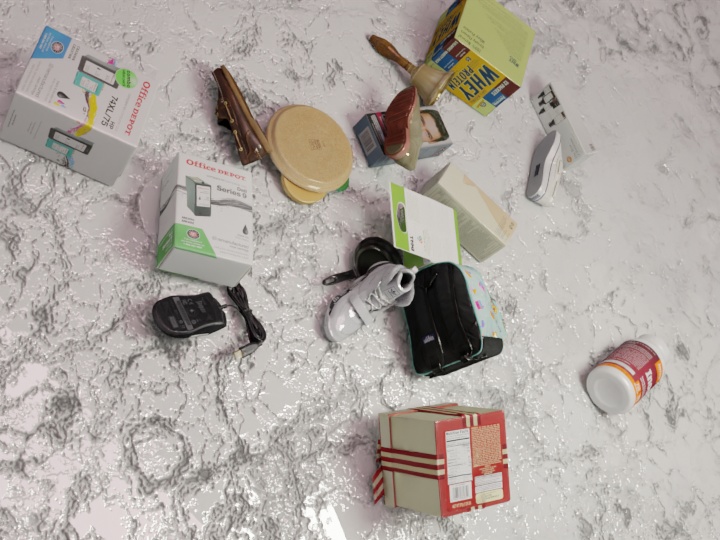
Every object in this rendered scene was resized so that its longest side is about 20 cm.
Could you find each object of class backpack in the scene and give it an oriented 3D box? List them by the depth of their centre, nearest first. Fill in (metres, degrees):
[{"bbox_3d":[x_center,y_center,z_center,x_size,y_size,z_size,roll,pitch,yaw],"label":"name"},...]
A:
[{"bbox_3d":[0.175,0.086,1.679,0.153,0.175,0.201,-2,70,-51],"label":"backpack"}]

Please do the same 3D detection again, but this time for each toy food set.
[{"bbox_3d":[-0.098,-0.236,1.735,0.197,0.049,0.201,-30,85,-39],"label":"toy food set"}]

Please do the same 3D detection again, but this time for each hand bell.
[{"bbox_3d":[0.101,-0.459,1.959,0.200,0.104,0.104,39,52,3],"label":"hand bell"}]

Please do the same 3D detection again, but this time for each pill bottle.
[{"bbox_3d":[0.588,0.218,1.916,0.199,0.113,0.113,-30,86,-38],"label":"pill bottle"}]

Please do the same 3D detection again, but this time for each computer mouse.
[{"bbox_3d":[-0.253,0.099,1.478,0.199,0.046,0.141,-17,70,-48],"label":"computer mouse"}]

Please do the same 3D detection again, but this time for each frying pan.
[{"bbox_3d":[0.012,0.012,1.698,0.115,0.031,0.190,48,54,-6],"label":"frying pan"}]

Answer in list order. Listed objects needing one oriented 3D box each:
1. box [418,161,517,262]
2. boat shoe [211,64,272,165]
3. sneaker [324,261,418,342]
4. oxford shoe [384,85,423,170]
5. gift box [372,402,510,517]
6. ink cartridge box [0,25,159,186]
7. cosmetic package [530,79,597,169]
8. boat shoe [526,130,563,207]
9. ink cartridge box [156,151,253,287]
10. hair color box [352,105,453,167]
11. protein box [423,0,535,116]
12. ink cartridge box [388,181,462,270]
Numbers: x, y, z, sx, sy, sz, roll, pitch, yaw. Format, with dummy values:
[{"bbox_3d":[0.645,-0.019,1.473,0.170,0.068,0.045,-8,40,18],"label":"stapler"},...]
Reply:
[{"bbox_3d":[0.222,-0.122,1.858,0.200,0.095,0.078,43,51,-10],"label":"box"},{"bbox_3d":[-0.239,-0.293,1.660,0.070,0.070,0.201,-28,75,2],"label":"boat shoe"},{"bbox_3d":[0.022,0.053,1.612,0.200,0.115,0.075,-45,110,-26],"label":"sneaker"},{"bbox_3d":[0.094,-0.291,1.809,0.074,0.070,0.201,43,47,-40],"label":"oxford shoe"},{"bbox_3d":[0.132,0.337,1.529,0.183,0.186,0.202,3,86,-33],"label":"gift box"},{"bbox_3d":[-0.461,-0.266,1.454,0.199,0.146,0.148,23,58,-22],"label":"ink cartridge box"},{"bbox_3d":[0.494,-0.355,2.151,0.050,0.082,0.201,-16,77,-34],"label":"cosmetic package"},{"bbox_3d":[0.446,-0.238,2.072,0.065,0.072,0.201,32,55,-21],"label":"boat shoe"},{"bbox_3d":[-0.266,-0.089,1.520,0.145,0.084,0.201,14,54,-28],"label":"ink cartridge box"},{"bbox_3d":[0.092,-0.286,1.873,0.199,0.061,0.100,-15,76,-37],"label":"hair color box"},{"bbox_3d":[0.276,-0.511,2.050,0.198,0.135,0.201,31,54,-17],"label":"protein box"},{"bbox_3d":[0.107,-0.072,1.742,0.199,0.075,0.149,19,57,-40],"label":"ink cartridge box"}]
